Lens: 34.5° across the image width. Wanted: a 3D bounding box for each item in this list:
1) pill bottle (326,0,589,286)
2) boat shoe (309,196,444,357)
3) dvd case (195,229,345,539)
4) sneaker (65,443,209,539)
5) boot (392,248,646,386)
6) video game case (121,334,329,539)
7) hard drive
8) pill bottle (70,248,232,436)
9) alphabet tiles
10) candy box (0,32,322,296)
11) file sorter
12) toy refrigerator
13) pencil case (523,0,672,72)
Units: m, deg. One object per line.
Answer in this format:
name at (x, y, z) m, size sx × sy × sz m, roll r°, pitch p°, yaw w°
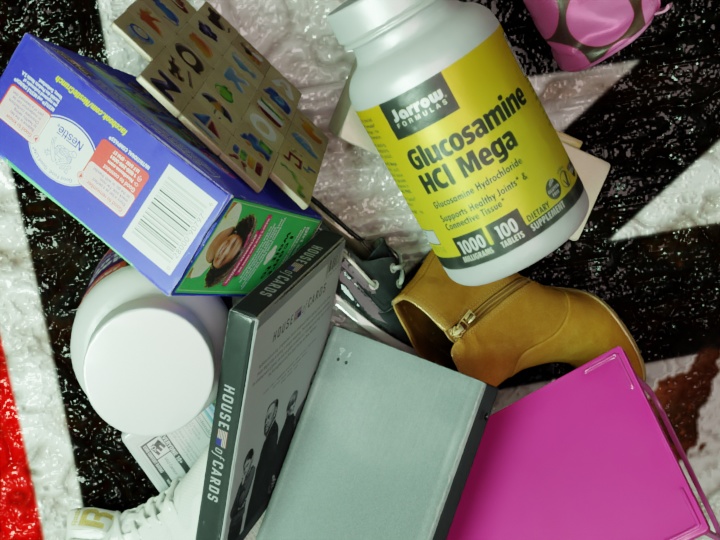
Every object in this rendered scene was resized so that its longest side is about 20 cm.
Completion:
pill bottle at (0.062, -0.102, 0.773) m, size 0.111 × 0.113 × 0.202 m, roll -31°, pitch 104°, yaw 0°
boat shoe at (0.000, 0.000, 0.883) m, size 0.198 × 0.076 × 0.061 m, roll 32°, pitch 102°, yaw -14°
dvd case at (-0.063, 0.089, 0.811) m, size 0.024 × 0.150 × 0.203 m, roll 18°, pitch 117°, yaw 14°
sneaker at (-0.168, 0.199, 0.887) m, size 0.114 × 0.074 × 0.202 m, roll 23°, pitch 113°, yaw -5°
boot at (0.119, 0.059, 0.881) m, size 0.201 × 0.071 × 0.144 m, roll 46°, pitch 54°, yaw -5°
video game case at (-0.063, 0.160, 0.936) m, size 0.181 × 0.024 × 0.202 m, roll -33°, pitch 104°, yaw 0°
hard drive at (0.004, 0.156, 0.821) m, size 0.033 × 0.138 × 0.203 m, roll 24°, pitch 84°, yaw -53°
pill bottle at (-0.142, 0.042, 0.807) m, size 0.109 × 0.200 × 0.114 m, roll -2°, pitch 102°, yaw -7°
alphabet tiles at (-0.088, -0.123, 0.784) m, size 0.166 × 0.201 × 0.006 m, roll 43°, pitch 112°, yaw -14°
candy box at (-0.129, -0.061, 0.764) m, size 0.168 × 0.200 × 0.078 m, roll 38°, pitch 99°, yaw 12°
file sorter at (0.152, 0.179, 0.872) m, size 0.198 × 0.125 × 0.141 m, roll -31°, pitch 61°, yaw 16°
toy refrigerator at (0.081, -0.097, 0.873) m, size 0.197 × 0.076 × 0.071 m, roll 23°, pitch 98°, yaw -11°
pencil case at (0.144, -0.253, 0.843) m, size 0.093 × 0.091 × 0.202 m, roll -21°, pitch 110°, yaw 34°
